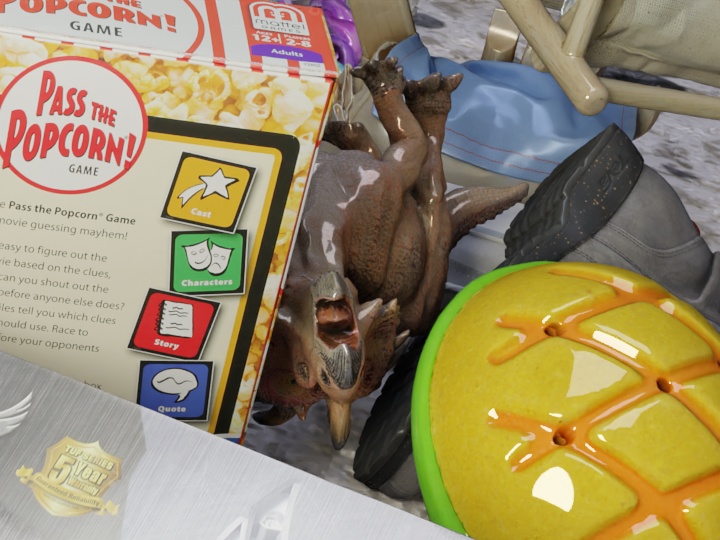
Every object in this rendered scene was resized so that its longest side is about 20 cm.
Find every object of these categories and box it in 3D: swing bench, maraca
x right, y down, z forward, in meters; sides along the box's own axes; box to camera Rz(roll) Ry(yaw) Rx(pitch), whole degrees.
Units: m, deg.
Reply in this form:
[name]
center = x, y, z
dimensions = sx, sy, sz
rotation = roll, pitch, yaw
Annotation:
[swing bench]
center = 0.133, -0.154, 0.958
dimensions = 0.198, 0.131, 0.200
rotation = 6, 22, -37
[maraca]
center = 0.081, 0.082, 0.712
dimensions = 0.136, 0.107, 0.201
rotation = 10, 53, -16

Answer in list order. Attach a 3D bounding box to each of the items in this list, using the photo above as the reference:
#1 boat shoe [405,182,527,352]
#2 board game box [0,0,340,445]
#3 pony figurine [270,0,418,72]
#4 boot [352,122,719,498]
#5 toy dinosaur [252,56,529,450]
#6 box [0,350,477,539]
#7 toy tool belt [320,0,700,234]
[boat shoe]
center = 0.023, 0.001, 0.901
dimensions = 0.198, 0.069, 0.072
rotation = 14, -10, -19
[board game box]
center = -0.102, 0.005, 0.663
dimensions = 0.150, 0.201, 0.046
rotation = 8, 32, -15
[pony figurine]
center = -0.041, -0.165, 1.124
dimensions = 0.200, 0.167, 0.193
rotation = 42, 58, 12
[boot]
center = 0.096, 0.045, 0.831
dimensions = 0.132, 0.070, 0.200
rotation = 45, 61, -6
[toy dinosaur]
center = 0.000, 0.000, 0.779
dimensions = 0.085, 0.137, 0.200
rotation = -15, -10, 27
[box]
center = -0.076, 0.113, 0.551
dimensions = 0.199, 0.049, 0.159
rotation = 21, 56, 14
[toy tool belt]
center = 0.078, -0.059, 0.987
dimensions = 0.198, 0.124, 0.125
rotation = 15, 25, 0
